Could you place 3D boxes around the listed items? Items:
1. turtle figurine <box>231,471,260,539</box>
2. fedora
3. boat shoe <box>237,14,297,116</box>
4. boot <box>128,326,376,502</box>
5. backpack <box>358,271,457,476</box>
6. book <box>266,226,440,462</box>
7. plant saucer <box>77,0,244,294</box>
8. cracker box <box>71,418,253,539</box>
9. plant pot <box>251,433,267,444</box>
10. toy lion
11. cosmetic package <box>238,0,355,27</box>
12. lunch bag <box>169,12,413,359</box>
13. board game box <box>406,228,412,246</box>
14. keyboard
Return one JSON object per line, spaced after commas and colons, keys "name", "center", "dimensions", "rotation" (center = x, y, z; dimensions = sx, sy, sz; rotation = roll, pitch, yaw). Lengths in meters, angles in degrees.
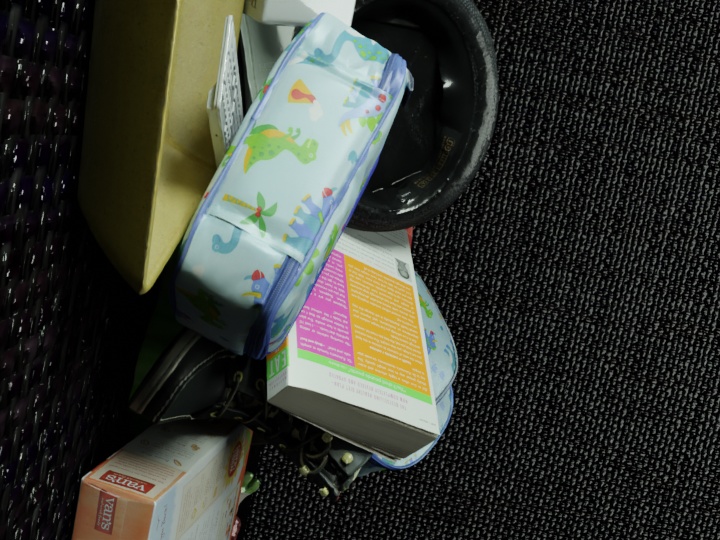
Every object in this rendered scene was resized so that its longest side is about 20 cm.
{"name": "turtle figurine", "center": [-0.137, 0.261, 0.962], "dimensions": [0.201, 0.142, 0.196], "rotation": [109, -10, -55]}
{"name": "fedora", "center": [0.012, -0.136, 0.833], "dimensions": [0.092, 0.198, 0.204], "rotation": [-143, -118, -63]}
{"name": "boat shoe", "center": [-0.087, -0.191, 0.902], "dimensions": [0.060, 0.075, 0.204], "rotation": [8, -83, 52]}
{"name": "boot", "center": [-0.064, 0.101, 0.764], "dimensions": [0.074, 0.153, 0.203], "rotation": [-50, 173, 15]}
{"name": "backpack", "center": [0.012, 0.108, 1.132], "dimensions": [0.146, 0.202, 0.183], "rotation": [-20, -167, 46]}
{"name": "book", "center": [-0.012, 0.026, 0.800], "dimensions": [0.048, 0.133, 0.202], "rotation": [-37, -139, 34]}
{"name": "plant saucer", "center": [-0.103, -0.118, 0.573], "dimensions": [0.200, 0.048, 0.203], "rotation": [-80, -177, -68]}
{"name": "cracker box", "center": [-0.142, 0.182, 0.771], "dimensions": [0.200, 0.057, 0.136], "rotation": [-38, 142, -74]}
{"name": "plant pot", "center": [-0.095, 0.098, 1.251], "dimensions": [0.200, 0.196, 0.177], "rotation": [-93, 179, -88]}
{"name": "toy lion", "center": [-0.135, 0.033, 0.852], "dimensions": [0.193, 0.068, 0.202], "rotation": [-68, 172, -50]}
{"name": "cosmetic package", "center": [-0.041, -0.264, 0.665], "dimensions": [0.101, 0.070, 0.203], "rotation": [35, -58, 46]}
{"name": "lunch bag", "center": [-0.045, -0.048, 0.679], "dimensions": [0.202, 0.082, 0.161], "rotation": [-63, -178, -19]}
{"name": "board game box", "center": [0.000, 0.000, 0.899], "dimensions": [0.019, 0.103, 0.202], "rotation": [-27, -139, 36]}
{"name": "keyboard", "center": [-0.081, -0.089, 0.675], "dimensions": [0.200, 0.010, 0.057], "rotation": [106, -5, -75]}
